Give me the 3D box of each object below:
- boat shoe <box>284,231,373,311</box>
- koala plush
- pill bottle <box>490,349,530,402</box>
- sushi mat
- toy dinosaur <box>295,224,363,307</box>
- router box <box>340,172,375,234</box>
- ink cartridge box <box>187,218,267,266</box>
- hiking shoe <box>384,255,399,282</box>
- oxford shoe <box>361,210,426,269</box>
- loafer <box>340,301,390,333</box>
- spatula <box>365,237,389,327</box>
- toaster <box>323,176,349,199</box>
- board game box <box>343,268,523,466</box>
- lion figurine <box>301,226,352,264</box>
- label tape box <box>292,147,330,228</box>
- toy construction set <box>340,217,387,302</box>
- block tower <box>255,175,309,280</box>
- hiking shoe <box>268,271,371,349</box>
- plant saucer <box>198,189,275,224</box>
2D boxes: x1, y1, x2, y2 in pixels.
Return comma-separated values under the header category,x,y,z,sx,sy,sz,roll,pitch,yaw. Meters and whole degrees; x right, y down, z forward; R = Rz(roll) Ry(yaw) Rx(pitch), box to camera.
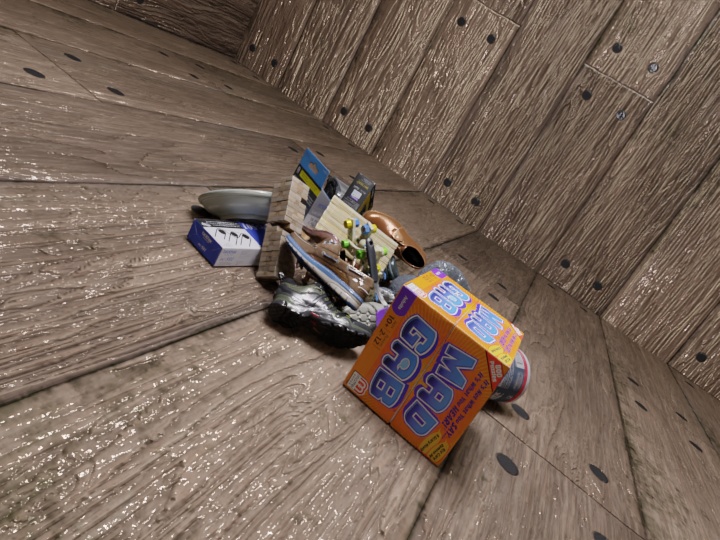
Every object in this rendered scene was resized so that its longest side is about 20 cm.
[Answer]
category,x,y,z,sx,sy,sz,roll,pitch,yaw
boat shoe,-0.056,-0.014,0.969,0.199,0.073,0.072,41,-10,18
koala plush,0.131,0.062,1.190,0.174,0.190,0.198,-13,15,-35
pill bottle,0.245,0.198,1.081,0.196,0.121,0.120,19,22,-33
sushi mat,-0.008,-0.073,1.187,0.198,0.097,0.012,35,-15,-21
toy dinosaur,-0.058,-0.017,1.044,0.084,0.134,0.205,-7,74,-45
router box,-0.027,-0.132,1.291,0.052,0.159,0.200,32,-7,4
ink cartridge box,-0.237,-0.055,1.048,0.094,0.045,0.198,42,20,22
hiking shoe,0.048,-0.004,1.333,0.200,0.084,0.077,32,43,-88
oxford shoe,0.084,-0.074,1.262,0.198,0.072,0.071,35,10,-9
loafer,0.013,0.099,1.055,0.197,0.072,0.069,6,-3,-43
spatula,0.035,0.036,1.027,0.055,0.020,0.206,-9,83,-40
toaster,-0.052,-0.191,1.577,0.127,0.115,0.201,26,18,-23
board game box,0.129,0.148,0.888,0.198,0.203,0.199,36,20,15
lion figurine,-0.093,-0.049,1.186,0.200,0.072,0.124,44,33,-16
label tape box,-0.127,-0.166,1.252,0.062,0.202,0.145,18,22,-40
toy construction set,0.000,0.000,1.118,0.090,0.203,0.132,-20,50,-23
block tower,-0.151,-0.078,1.036,0.053,0.206,0.057,-3,-20,37
hiking shoe,-0.063,0.066,0.936,0.196,0.076,0.103,25,49,-20
plant saucer,-0.246,-0.128,1.122,0.194,0.052,0.200,0,-4,0
